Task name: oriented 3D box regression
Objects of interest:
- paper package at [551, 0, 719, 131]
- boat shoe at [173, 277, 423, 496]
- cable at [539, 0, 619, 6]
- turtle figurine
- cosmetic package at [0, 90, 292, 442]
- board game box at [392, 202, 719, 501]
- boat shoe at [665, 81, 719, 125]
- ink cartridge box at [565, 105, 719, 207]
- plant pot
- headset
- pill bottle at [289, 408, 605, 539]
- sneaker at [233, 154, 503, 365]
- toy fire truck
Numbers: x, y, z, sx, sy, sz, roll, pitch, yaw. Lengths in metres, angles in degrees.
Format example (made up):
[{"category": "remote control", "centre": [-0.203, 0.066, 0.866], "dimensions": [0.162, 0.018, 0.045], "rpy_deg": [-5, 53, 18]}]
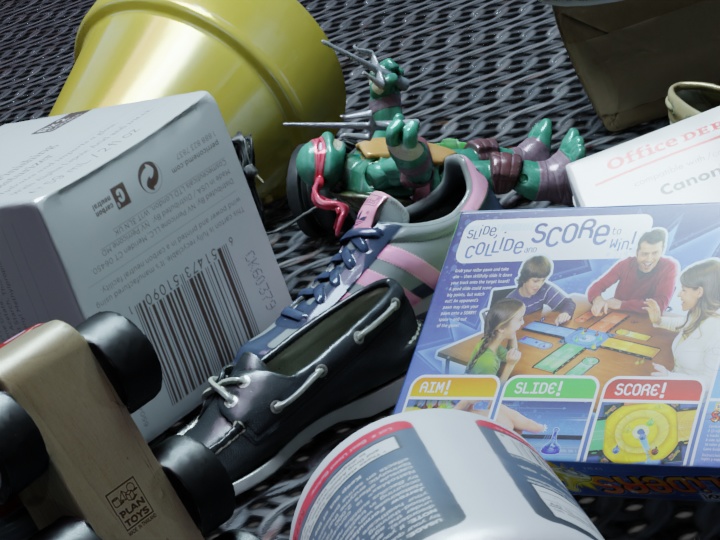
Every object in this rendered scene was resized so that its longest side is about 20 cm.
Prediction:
[{"category": "paper package", "centre": [0.234, -0.194, 1.667], "dimensions": [0.190, 0.104, 0.200], "rpy_deg": [-18, 19, 7]}, {"category": "boat shoe", "centre": [-0.051, 0.070, 1.284], "dimensions": [0.200, 0.060, 0.076], "rpy_deg": [-31, 20, -28]}, {"category": "cable", "centre": [0.193, -0.244, 1.585], "dimensions": [0.200, 0.069, 0.200], "rpy_deg": [-5, 25, 45]}, {"category": "turtle figurine", "centre": [0.034, -0.077, 1.492], "dimensions": [0.200, 0.101, 0.150], "rpy_deg": [6, 27, -17]}, {"category": "cosmetic package", "centre": [-0.180, 0.004, 1.447], "dimensions": [0.200, 0.165, 0.165], "rpy_deg": [-5, 23, 41]}, {"category": "board game box", "centre": [0.115, 0.034, 1.050], "dimensions": [0.200, 0.034, 0.136], "rpy_deg": [-1, 58, 38]}, {"category": "boat shoe", "centre": [0.255, -0.079, 1.372], "dimensions": [0.073, 0.063, 0.201], "rpy_deg": [-30, 20, -26]}, {"category": "ink cartridge box", "centre": [0.173, -0.013, 1.140], "dimensions": [0.116, 0.068, 0.200], "rpy_deg": [-21, 43, 2]}, {"category": "plant pot", "centre": [-0.140, -0.100, 1.690], "dimensions": [0.201, 0.201, 0.189], "rpy_deg": [-4, 38, 41]}, {"category": "headset", "centre": [-0.006, -0.068, 1.582], "dimensions": [0.200, 0.094, 0.123], "rpy_deg": [-20, 14, -38]}, {"category": "pill bottle", "centre": [0.044, 0.137, 0.888], "dimensions": [0.119, 0.120, 0.200], "rpy_deg": [-22, 18, -3]}, {"category": "sneaker", "centre": [0.000, 0.000, 1.394], "dimensions": [0.200, 0.082, 0.070], "rpy_deg": [-30, 22, -26]}, {"category": "toy fire truck", "centre": [-0.140, 0.118, 1.089], "dimensions": [0.129, 0.176, 0.200], "rpy_deg": [-37, 9, -39]}]
